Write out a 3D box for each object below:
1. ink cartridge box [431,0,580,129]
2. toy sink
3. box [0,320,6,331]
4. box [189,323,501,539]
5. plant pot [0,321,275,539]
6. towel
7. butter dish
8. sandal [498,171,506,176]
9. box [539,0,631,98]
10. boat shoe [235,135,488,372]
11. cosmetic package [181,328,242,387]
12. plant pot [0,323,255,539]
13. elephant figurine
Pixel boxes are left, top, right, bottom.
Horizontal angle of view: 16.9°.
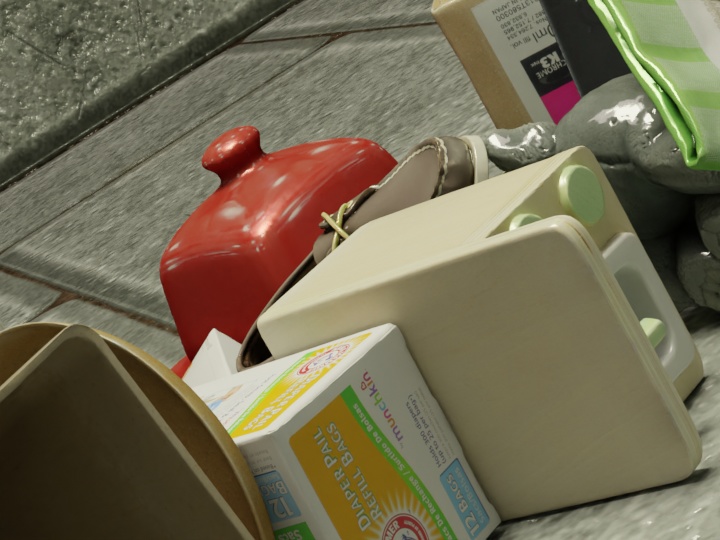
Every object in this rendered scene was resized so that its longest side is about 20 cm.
[{"bbox_3d":[0.168,-0.146,1.510,0.199,0.165,0.075,-28,14,14],"label":"ink cartridge box"},{"bbox_3d":[0.076,0.030,1.126,0.199,0.131,0.112,-20,16,44],"label":"toy sink"},{"bbox_3d":[-0.309,0.124,1.488,0.198,0.201,0.171,-22,13,37],"label":"box"},{"bbox_3d":[-0.052,0.114,1.127,0.199,0.113,0.101,-20,14,44],"label":"box"},{"bbox_3d":[-0.107,0.113,1.076,0.199,0.201,0.027,-19,7,43],"label":"plant pot"},{"bbox_3d":[0.215,-0.105,1.168,0.199,0.150,0.031,-2,-44,-29],"label":"towel"},{"bbox_3d":[-0.053,-0.026,1.598,0.199,0.148,0.200,-38,14,-35],"label":"butter dish"},{"bbox_3d":[0.082,-0.006,1.431,0.202,0.057,0.080,-59,7,-29],"label":"sandal"},{"bbox_3d":[0.209,-0.165,1.384,0.199,0.123,0.106,-26,-11,13],"label":"box"},{"bbox_3d":[0.000,0.000,1.261,0.200,0.059,0.072,-53,31,41],"label":"boat shoe"},{"bbox_3d":[-0.077,0.095,1.338,0.083,0.050,0.200,-56,12,4],"label":"cosmetic package"},{"bbox_3d":[-0.155,0.177,0.975,0.177,0.200,0.200,-31,10,39],"label":"plant pot"},{"bbox_3d":[0.195,-0.078,1.242,0.141,0.155,0.200,-18,25,50],"label":"elephant figurine"}]
